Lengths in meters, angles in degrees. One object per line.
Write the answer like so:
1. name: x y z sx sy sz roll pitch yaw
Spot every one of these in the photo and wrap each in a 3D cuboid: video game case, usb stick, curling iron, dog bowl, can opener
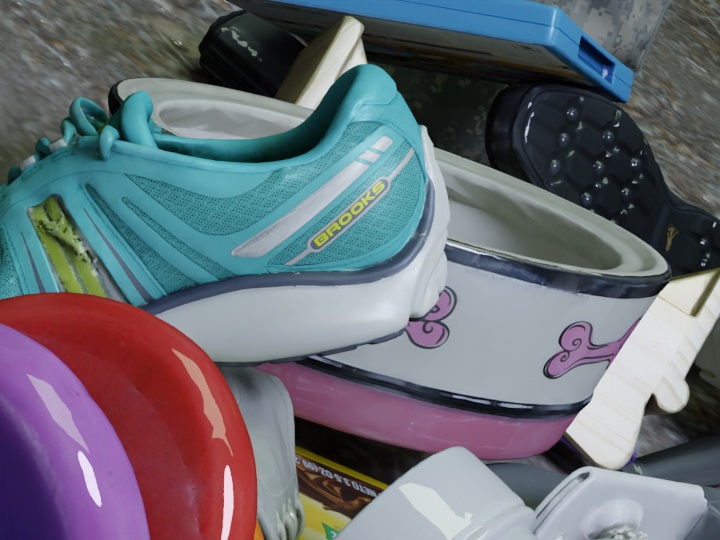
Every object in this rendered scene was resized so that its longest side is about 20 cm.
1. video game case: 0.030 -0.100 1.076 0.143 0.018 0.200 10 0 14
2. usb stick: 0.012 -0.044 1.117 0.200 0.033 0.055 40 20 11
3. curling iron: 0.153 0.076 1.093 0.050 0.026 0.200 22 18 27
4. dog bowl: 0.000 0.000 0.877 0.200 0.074 0.200 17 10 -3
5. can opener: 0.107 0.090 0.877 0.200 0.053 0.066 15 23 -47

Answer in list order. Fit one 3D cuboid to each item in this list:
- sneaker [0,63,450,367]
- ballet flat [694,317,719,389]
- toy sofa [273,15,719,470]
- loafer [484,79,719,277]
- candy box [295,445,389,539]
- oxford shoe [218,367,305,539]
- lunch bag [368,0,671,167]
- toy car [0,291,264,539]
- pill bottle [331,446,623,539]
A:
1. sneaker: -0.075 -0.011 0.734 0.200 0.080 0.078 -12 18 -3
2. ballet flat: 0.186 0.024 1.134 0.075 0.068 0.200 4 18 19
3. toy sofa: 0.040 -0.005 1.022 0.200 0.098 0.083 32 -11 -9
4. loafer: 0.104 -0.027 1.147 0.070 0.068 0.201 11 -15 37
5. candy box: 0.048 0.121 0.826 0.200 0.026 0.102 26 24 -25
6. oxford shoe: -0.043 0.074 0.721 0.058 0.075 0.200 26 17 -16
7. lunch bag: 0.058 -0.167 1.264 0.139 0.168 0.200 12 31 -48
8. toy car: -0.091 0.074 0.533 0.175 0.150 0.200 43 22 17
9. pill bottle: 0.071 0.143 0.685 0.200 0.111 0.111 43 22 16
